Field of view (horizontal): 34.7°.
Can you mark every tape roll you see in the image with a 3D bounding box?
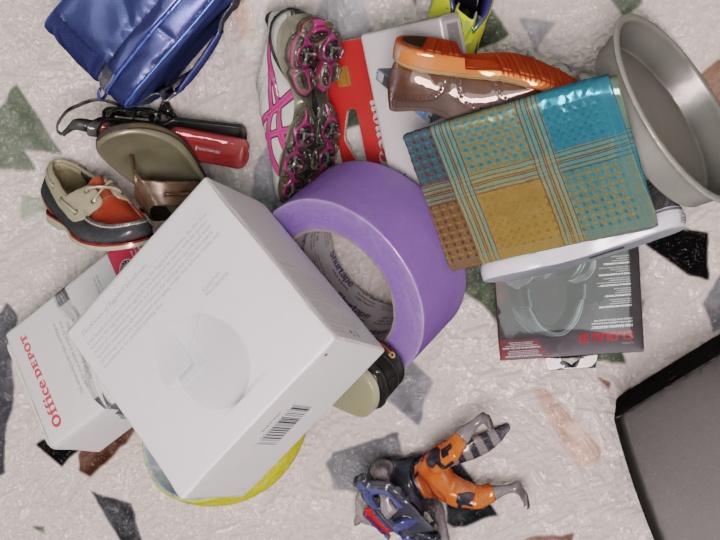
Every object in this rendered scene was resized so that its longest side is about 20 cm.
[{"bbox_3d":[0.000,0.000,1.146,0.198,0.085,0.202,21,130,27],"label":"tape roll"}]

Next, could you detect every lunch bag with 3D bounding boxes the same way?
[{"bbox_3d":[-0.203,-0.251,1.140,0.132,0.136,0.200,42,104,-3],"label":"lunch bag"}]

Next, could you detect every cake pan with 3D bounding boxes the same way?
[{"bbox_3d":[0.286,-0.145,1.079,0.037,0.200,0.201,-32,98,36],"label":"cake pan"}]

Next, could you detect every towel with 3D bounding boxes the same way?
[{"bbox_3d":[0.152,-0.084,1.032,0.197,0.022,0.148,-13,113,21],"label":"towel"}]

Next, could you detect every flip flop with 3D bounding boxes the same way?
[{"bbox_3d":[-0.193,-0.072,1.179,0.080,0.058,0.201,-19,130,20],"label":"flip flop"}]

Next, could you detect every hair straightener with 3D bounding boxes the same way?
[{"bbox_3d":[-0.215,-0.145,1.199,0.197,0.077,0.041,3,121,-10],"label":"hair straightener"}]

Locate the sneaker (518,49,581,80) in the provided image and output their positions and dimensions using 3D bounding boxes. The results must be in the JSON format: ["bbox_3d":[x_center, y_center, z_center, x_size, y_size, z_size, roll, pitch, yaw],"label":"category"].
[{"bbox_3d":[0.190,-0.152,1.102,0.200,0.074,0.088,39,97,39],"label":"sneaker"}]

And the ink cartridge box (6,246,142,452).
[{"bbox_3d":[-0.259,0.078,1.221,0.199,0.083,0.146,-36,67,14],"label":"ink cartridge box"}]

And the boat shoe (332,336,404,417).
[{"bbox_3d":[-0.049,0.074,1.128,0.200,0.063,0.075,26,127,27],"label":"boat shoe"}]

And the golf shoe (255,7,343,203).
[{"bbox_3d":[-0.068,-0.168,1.185,0.092,0.072,0.203,30,123,42],"label":"golf shoe"}]

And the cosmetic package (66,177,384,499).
[{"bbox_3d":[-0.123,0.064,1.050,0.199,0.123,0.200,-45,68,10],"label":"cosmetic package"}]

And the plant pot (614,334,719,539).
[{"bbox_3d":[0.354,0.176,1.139,0.198,0.200,0.179,-34,86,13],"label":"plant pot"}]

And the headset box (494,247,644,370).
[{"bbox_3d":[0.208,0.001,1.172,0.146,0.077,0.203,-3,100,8],"label":"headset box"}]

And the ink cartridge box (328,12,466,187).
[{"bbox_3d":[0.035,-0.137,1.144,0.174,0.045,0.203,-5,103,36],"label":"ink cartridge box"}]

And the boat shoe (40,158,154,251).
[{"bbox_3d":[-0.272,-0.067,1.179,0.070,0.199,0.064,-10,110,-35],"label":"boat shoe"}]

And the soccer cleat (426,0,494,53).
[{"bbox_3d":[0.090,-0.226,1.130,0.064,0.084,0.203,9,104,-10],"label":"soccer cleat"}]

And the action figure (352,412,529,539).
[{"bbox_3d":[0.084,0.244,1.252,0.191,0.105,0.201,-20,126,18],"label":"action figure"}]

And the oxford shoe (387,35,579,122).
[{"bbox_3d":[0.121,-0.158,1.050,0.197,0.072,0.074,13,115,-2],"label":"oxford shoe"}]

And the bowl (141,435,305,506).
[{"bbox_3d":[-0.124,0.163,1.224,0.199,0.201,0.108,-37,139,14],"label":"bowl"}]

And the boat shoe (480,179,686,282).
[{"bbox_3d":[0.205,-0.043,1.094,0.197,0.070,0.067,-18,80,14],"label":"boat shoe"}]
